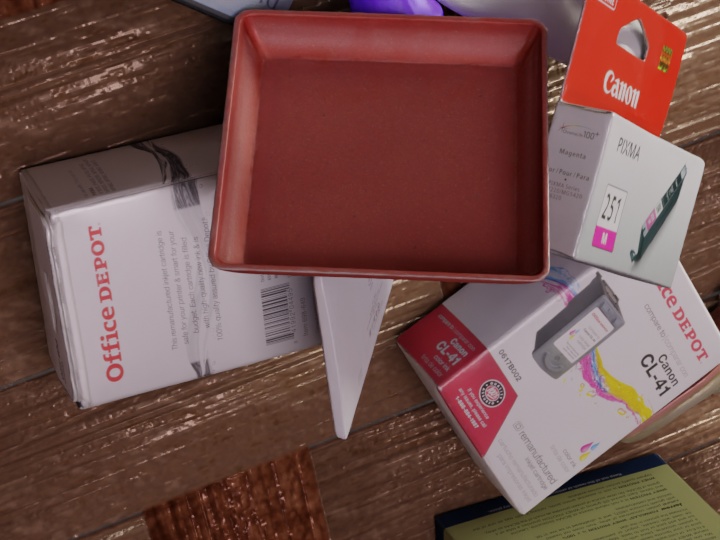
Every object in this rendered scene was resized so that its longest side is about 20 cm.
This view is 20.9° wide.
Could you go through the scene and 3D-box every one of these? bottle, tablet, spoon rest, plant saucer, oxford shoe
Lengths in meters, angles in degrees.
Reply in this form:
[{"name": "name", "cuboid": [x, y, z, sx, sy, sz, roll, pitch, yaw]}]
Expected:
[{"name": "bottle", "cuboid": [0.038, -0.118, 1.294, 0.065, 0.084, 0.201, -9, 119, 23]}, {"name": "tablet", "cuboid": [0.000, 0.000, 1.274, 0.014, 0.200, 0.131, 0, 124, 12]}, {"name": "spoon rest", "cuboid": [0.109, -0.183, 1.302, 0.199, 0.100, 0.061, 30, 123, -18]}, {"name": "plant saucer", "cuboid": [0.015, -0.070, 1.189, 0.198, 0.201, 0.037, 2, 145, 2]}, {"name": "oxford shoe", "cuboid": [0.273, 0.077, 1.496, 0.200, 0.071, 0.074, -36, 126, -4]}]

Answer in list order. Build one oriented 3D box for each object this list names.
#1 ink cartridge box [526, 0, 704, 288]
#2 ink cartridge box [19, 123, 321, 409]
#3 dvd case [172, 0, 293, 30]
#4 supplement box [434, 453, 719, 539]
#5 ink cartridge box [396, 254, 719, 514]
[{"name": "ink cartridge box", "cuboid": [0.177, -0.085, 1.262, 0.200, 0.043, 0.175, 13, 94, -63]}, {"name": "ink cartridge box", "cuboid": [-0.112, -0.010, 1.279, 0.199, 0.085, 0.147, -15, 118, -19]}, {"name": "dvd case", "cuboid": [-0.057, -0.250, 1.202, 0.142, 0.018, 0.201, 15, 108, -51]}, {"name": "supplement box", "cuboid": [0.186, 0.264, 1.467, 0.199, 0.200, 0.135, -14, 118, -17]}, {"name": "ink cartridge box", "cuboid": [0.149, 0.056, 1.423, 0.200, 0.086, 0.148, -36, 122, -3]}]
